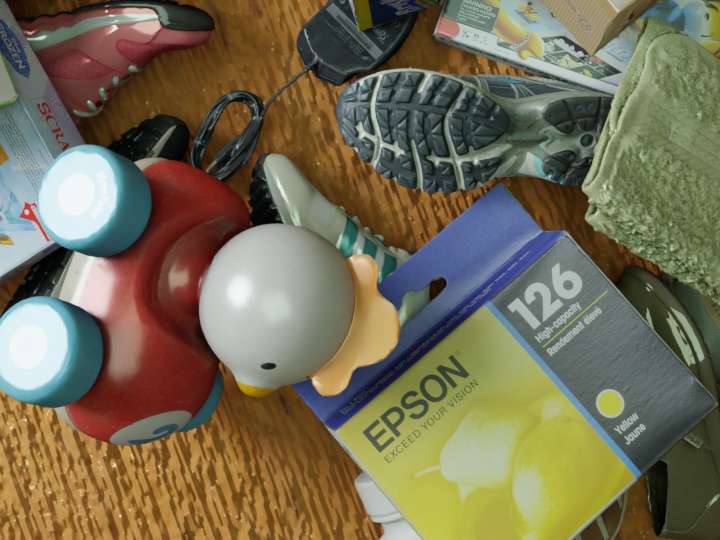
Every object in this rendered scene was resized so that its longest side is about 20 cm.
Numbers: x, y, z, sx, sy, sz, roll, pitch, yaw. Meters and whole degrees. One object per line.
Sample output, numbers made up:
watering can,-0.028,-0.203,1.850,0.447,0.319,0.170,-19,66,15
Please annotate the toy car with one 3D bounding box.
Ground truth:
toy car,-0.076,0.033,0.783,0.200,0.184,0.177,14,83,24

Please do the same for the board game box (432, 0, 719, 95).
board game box,0.163,-0.187,0.895,0.200,0.035,0.127,19,92,0

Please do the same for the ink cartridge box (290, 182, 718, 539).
ink cartridge box,0.085,0.073,0.824,0.198,0.047,0.200,-40,84,-10

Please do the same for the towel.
towel,0.232,-0.056,0.846,0.200,0.036,0.149,31,70,-25

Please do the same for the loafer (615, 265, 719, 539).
loafer,0.204,0.095,0.886,0.067,0.076,0.200,-21,92,-4

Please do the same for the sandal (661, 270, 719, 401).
sandal,0.273,0.067,0.894,0.082,0.055,0.200,-27,92,2

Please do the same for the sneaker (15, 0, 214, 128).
sneaker,-0.191,-0.134,0.897,0.200,0.074,0.087,-8,101,9

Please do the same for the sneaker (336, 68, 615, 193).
sneaker,0.081,-0.095,0.875,0.199,0.086,0.078,6,109,-8

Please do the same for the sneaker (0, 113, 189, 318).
sneaker,-0.164,-0.009,0.905,0.088,0.076,0.200,35,84,-30

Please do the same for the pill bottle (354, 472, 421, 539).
pill bottle,0.076,0.212,0.876,0.111,0.111,0.200,-26,92,2

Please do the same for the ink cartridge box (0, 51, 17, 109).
ink cartridge box,-0.328,-0.133,0.800,0.200,0.084,0.146,-18,96,30

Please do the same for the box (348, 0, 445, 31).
box,-0.004,-0.266,0.861,0.064,0.070,0.200,-17,80,2

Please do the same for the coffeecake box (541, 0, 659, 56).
coffeecake box,0.177,-0.264,0.843,0.200,0.073,0.154,-39,83,-11

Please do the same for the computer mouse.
computer mouse,-0.038,-0.129,0.896,0.200,0.034,0.059,-41,81,-2

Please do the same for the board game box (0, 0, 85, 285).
board game box,-0.282,-0.080,0.867,0.199,0.041,0.200,-28,92,29

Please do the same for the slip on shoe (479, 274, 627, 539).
slip on shoe,0.120,0.096,0.897,0.076,0.061,0.200,-26,95,-17

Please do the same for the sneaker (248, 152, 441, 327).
sneaker,0.000,0.000,0.901,0.093,0.070,0.200,-28,86,-20
